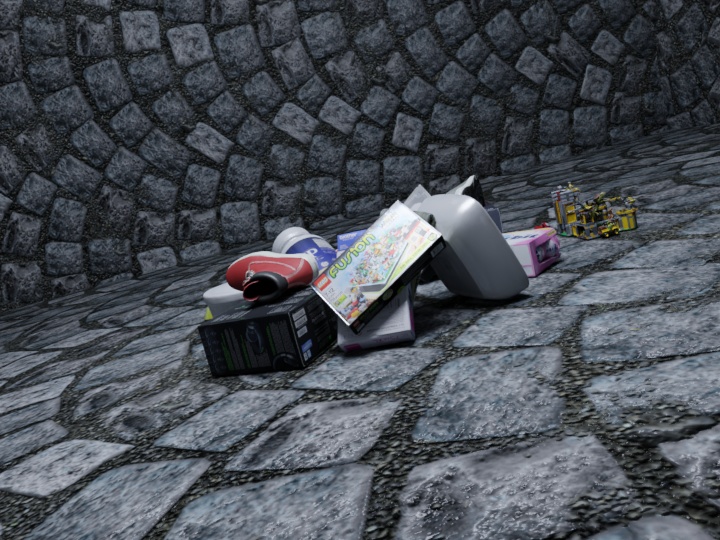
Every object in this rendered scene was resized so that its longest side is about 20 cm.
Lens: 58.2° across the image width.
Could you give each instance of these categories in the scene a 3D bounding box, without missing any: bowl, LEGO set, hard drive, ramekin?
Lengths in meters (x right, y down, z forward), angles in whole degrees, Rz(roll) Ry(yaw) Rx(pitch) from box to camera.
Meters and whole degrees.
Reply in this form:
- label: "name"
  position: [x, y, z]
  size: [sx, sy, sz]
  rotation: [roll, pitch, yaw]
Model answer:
- label: "bowl"
  position: [0.173, -0.030, 1.104]
  size: [0.074, 0.201, 0.199]
  rotation: [-40, 17, -14]
- label: "LEGO set"
  position: [0.508, -0.145, 1.423]
  size: [0.152, 0.118, 0.200]
  rotation: [-13, 10, 5]
- label: "hard drive"
  position: [0.136, -0.085, 1.408]
  size: [0.140, 0.038, 0.201]
  rotation: [-50, 36, 15]
- label: "ramekin"
  position: [-0.226, 0.069, 1.369]
  size: [0.199, 0.096, 0.202]
  rotation: [-14, 9, 2]

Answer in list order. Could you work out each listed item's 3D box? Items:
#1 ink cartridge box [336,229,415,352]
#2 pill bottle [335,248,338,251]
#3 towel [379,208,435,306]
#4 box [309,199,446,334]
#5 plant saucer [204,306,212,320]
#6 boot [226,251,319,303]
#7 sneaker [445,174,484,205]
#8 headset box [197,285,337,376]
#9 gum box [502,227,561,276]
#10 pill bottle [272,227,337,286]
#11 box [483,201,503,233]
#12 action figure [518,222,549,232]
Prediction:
- label: "ink cartridge box"
  position: [0.022, 0.024, 1.040]
  size: [0.118, 0.202, 0.042]
  rotation: [-12, -30, 15]
- label: "pill bottle"
  position: [0.000, 0.000, 1.356]
  size: [0.118, 0.121, 0.200]
  rotation: [-18, 10, -21]
- label: "towel"
  position: [0.063, -0.006, 1.133]
  size: [0.034, 0.203, 0.192]
  rotation: [14, 1, -24]
- label: "box"
  position: [0.026, -0.007, 1.012]
  size: [0.200, 0.035, 0.110]
  rotation: [-44, 55, -7]
- label: "plant saucer"
  position: [-0.301, 0.060, 1.667]
  size: [0.197, 0.049, 0.200]
  rotation: [-15, 10, -4]
- label: "boot"
  position: [-0.190, 0.018, 1.130]
  size: [0.198, 0.073, 0.144]
  rotation: [-5, 14, 33]
- label: "sneaker"
  position: [0.234, -0.169, 1.493]
  size: [0.078, 0.075, 0.200]
  rotation: [-14, 10, 30]
- label: "headset box"
  position: [-0.150, 0.098, 1.095]
  size: [0.198, 0.094, 0.174]
  rotation: [-10, 11, 26]
- label: "gum box"
  position: [0.281, -0.031, 1.265]
  size: [0.198, 0.067, 0.113]
  rotation: [-5, 14, 43]
- label: "pill bottle"
  position: [-0.093, 0.001, 1.257]
  size: [0.118, 0.121, 0.200]
  rotation: [-18, 39, -24]
- label: "box"
  position: [0.232, -0.086, 1.546]
  size: [0.197, 0.106, 0.182]
  rotation: [-14, 11, 5]
- label: "action figure"
  position: [0.385, -0.075, 1.437]
  size: [0.065, 0.052, 0.199]
  rotation: [-12, 7, 35]
